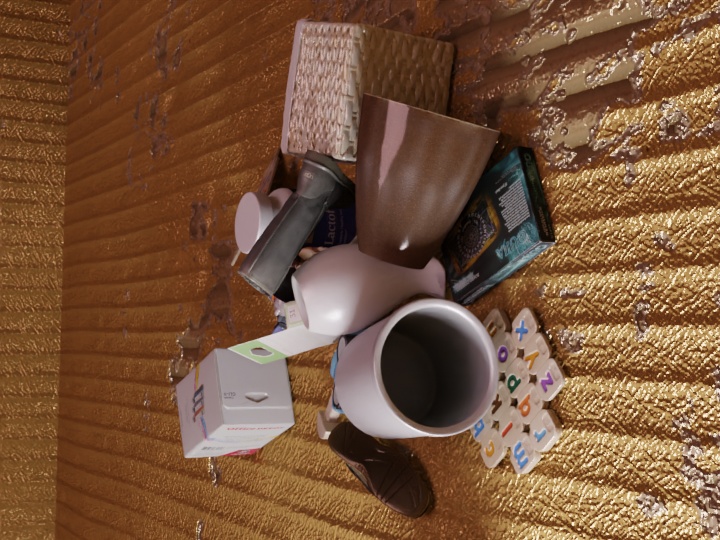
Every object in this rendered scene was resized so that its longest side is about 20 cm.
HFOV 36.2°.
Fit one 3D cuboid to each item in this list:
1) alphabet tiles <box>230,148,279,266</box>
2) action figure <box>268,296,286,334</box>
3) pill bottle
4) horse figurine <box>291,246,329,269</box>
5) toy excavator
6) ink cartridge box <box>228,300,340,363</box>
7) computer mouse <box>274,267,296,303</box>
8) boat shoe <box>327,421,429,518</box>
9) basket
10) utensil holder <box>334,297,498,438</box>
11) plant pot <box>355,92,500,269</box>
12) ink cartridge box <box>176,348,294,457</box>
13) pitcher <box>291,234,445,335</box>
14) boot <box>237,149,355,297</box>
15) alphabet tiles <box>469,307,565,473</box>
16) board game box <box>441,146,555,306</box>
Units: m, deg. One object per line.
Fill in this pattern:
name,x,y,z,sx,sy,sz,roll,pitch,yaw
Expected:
alphabet tiles,-0.185,-0.129,2.007,0.201,0.007,0.168,-79,16,-47
action figure,-0.142,0.018,1.917,0.201,0.104,0.194,-59,29,32
pill bottle,-0.090,-0.069,1.733,0.115,0.198,0.117,-7,82,59
horse figurine,-0.043,0.005,1.673,0.132,0.199,0.050,2,70,56
toy excavator,-0.012,0.180,1.702,0.200,0.099,0.197,-162,78,-72
ink cartridge box,-0.089,0.087,1.682,0.198,0.145,0.048,-14,72,14
computer mouse,-0.076,0.035,1.720,0.034,0.199,0.059,-13,58,42
boat shoe,0.035,0.296,1.625,0.073,0.065,0.200,-46,52,-6
basket,0.013,-0.250,1.580,0.160,0.196,0.203,15,99,55
utensil holder,0.067,0.137,1.451,0.200,0.168,0.172,147,121,-70
plant pot,0.068,-0.110,1.446,0.187,0.185,0.202,29,106,57
ink cartridge box,-0.230,0.242,2.006,0.200,0.144,0.146,-39,54,51
pitcher,0.000,0.000,1.559,0.122,0.198,0.172,86,162,-45
boot,-0.084,-0.053,1.544,0.072,0.182,0.202,20,83,24
alphabet tiles,0.192,0.151,1.408,0.196,0.014,0.201,-59,40,39
board game box,0.172,-0.054,1.446,0.200,0.028,0.137,-40,54,51
